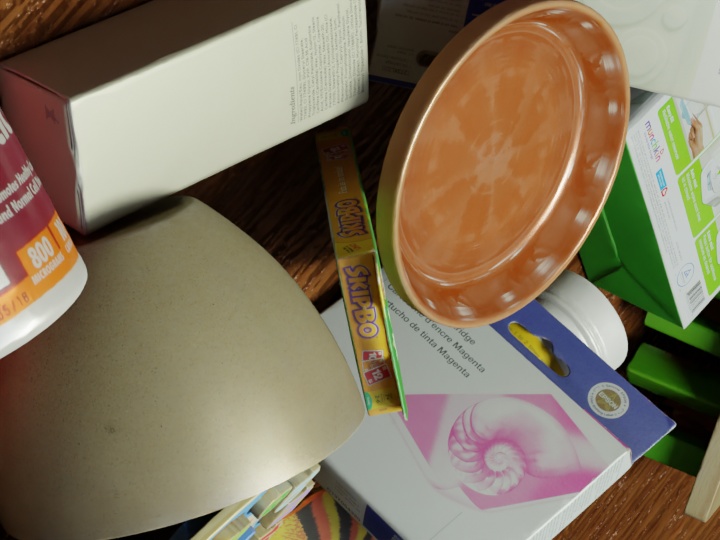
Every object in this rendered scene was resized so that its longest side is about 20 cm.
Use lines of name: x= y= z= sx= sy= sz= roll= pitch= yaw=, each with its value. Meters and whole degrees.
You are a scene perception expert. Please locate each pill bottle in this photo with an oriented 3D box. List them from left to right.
pill bottle: x=-0.213 y=-0.055 z=0.891 sx=0.114 sy=0.114 sz=0.201 roll=-36 pitch=108 yaw=-28
pill bottle: x=0.080 y=0.086 z=1.335 sx=0.200 sy=0.111 sz=0.112 roll=-38 pitch=135 yaw=-26

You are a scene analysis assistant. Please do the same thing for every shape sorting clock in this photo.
shape sorting clock: x=-0.091 y=0.166 z=1.088 sx=0.200 sy=0.039 sz=0.200 roll=-47 pitch=175 yaw=-5

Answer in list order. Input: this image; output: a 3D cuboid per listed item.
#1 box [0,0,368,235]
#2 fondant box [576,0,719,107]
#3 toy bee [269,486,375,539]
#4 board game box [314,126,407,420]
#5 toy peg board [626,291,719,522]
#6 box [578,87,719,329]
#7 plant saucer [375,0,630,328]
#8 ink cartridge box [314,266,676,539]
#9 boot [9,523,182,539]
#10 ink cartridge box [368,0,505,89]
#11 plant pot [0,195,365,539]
box: x=-0.089 y=-0.099 z=1.079 sx=0.199 sy=0.068 sz=0.083 roll=-26 pitch=129 yaw=-34
fondant box: x=0.178 y=-0.186 z=1.237 sx=0.199 sy=0.058 sz=0.145 roll=12 pitch=107 yaw=-9
toy bee: x=-0.070 y=0.183 z=1.231 sx=0.109 sy=0.131 sz=0.200 roll=50 pitch=58 yaw=-3
board game box: x=0.000 y=0.000 z=1.140 sx=0.030 sy=0.200 sz=0.096 roll=-13 pitch=115 yaw=-2
toy peg board: x=0.272 y=0.058 z=1.544 sx=0.199 sy=0.097 sz=0.201 roll=-24 pitch=134 yaw=-65
box: x=0.223 y=-0.095 z=1.394 sx=0.177 sy=0.097 sz=0.200 roll=-46 pitch=138 yaw=-19
plant saucer: x=0.081 y=-0.064 z=1.180 sx=0.200 sy=0.032 sz=0.201 roll=-26 pitch=130 yaw=-35
ink cartridge box: x=0.061 y=0.080 z=1.246 sx=0.200 sy=0.196 sz=0.043 roll=-38 pitch=157 yaw=-25
boot: x=-0.154 y=0.170 z=1.172 sx=0.200 sy=0.074 sz=0.076 roll=-38 pitch=168 yaw=-12
ink cartridge box: x=0.068 y=-0.200 z=1.176 sx=0.094 sy=0.037 sz=0.201 roll=10 pitch=107 yaw=-7
plant pot: x=-0.112 y=0.039 z=1.064 sx=0.200 sy=0.200 sz=0.135 roll=-26 pitch=105 yaw=-35
